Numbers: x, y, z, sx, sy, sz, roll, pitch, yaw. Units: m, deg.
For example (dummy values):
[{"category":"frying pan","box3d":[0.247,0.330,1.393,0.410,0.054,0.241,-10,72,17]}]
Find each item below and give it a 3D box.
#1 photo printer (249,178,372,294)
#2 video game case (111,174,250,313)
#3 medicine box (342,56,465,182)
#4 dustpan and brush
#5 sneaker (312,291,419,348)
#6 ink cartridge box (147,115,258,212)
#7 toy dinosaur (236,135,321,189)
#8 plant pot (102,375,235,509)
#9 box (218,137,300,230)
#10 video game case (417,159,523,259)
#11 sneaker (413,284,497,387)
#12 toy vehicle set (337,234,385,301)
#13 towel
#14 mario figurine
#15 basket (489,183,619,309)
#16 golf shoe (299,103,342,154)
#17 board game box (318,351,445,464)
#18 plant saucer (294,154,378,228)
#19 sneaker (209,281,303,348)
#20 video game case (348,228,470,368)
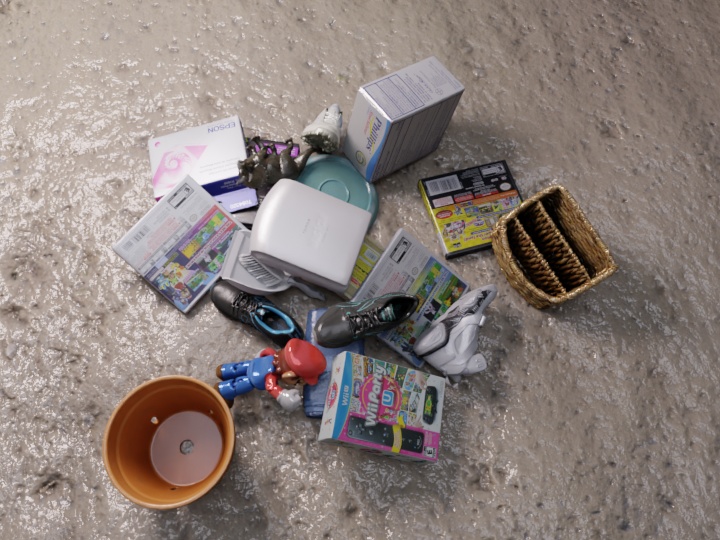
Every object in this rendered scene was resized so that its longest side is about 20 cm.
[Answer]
[{"category":"photo printer","box3d":[-0.095,-0.067,1.085,0.199,0.069,0.167,23,71,-7]},{"category":"video game case","box3d":[-0.332,-0.051,1.132,0.182,0.023,0.200,43,76,-7]},{"category":"medicine box","box3d":[0.082,-0.301,1.189,0.200,0.182,0.103,-30,71,-26]},{"category":"dustpan and brush","box3d":[-0.155,0.009,1.118,0.200,0.057,0.140,39,35,-27]},{"category":"sneaker","box3d":[0.012,0.079,1.034,0.199,0.079,0.076,-20,89,-21]},{"category":"ink cartridge box","box3d":[-0.318,-0.200,1.191,0.196,0.043,0.201,-16,66,-1]},{"category":"toy dinosaur","box3d":[-0.169,-0.206,1.162,0.199,0.077,0.103,-6,78,-39]},{"category":"plant pot","box3d":[-0.297,0.285,0.974,0.199,0.140,0.201,1,68,-2]},{"category":"box","box3d":[-0.208,-0.177,1.218,0.142,0.036,0.201,6,70,0]},{"category":"video game case","box3d":[0.240,-0.129,1.233,0.199,0.026,0.181,-14,70,-10]},{"category":"sneaker","box3d":[0.200,0.120,1.099,0.200,0.075,0.115,-39,93,-17]},{"category":"toy vehicle set","box3d":[0.000,0.000,1.143,0.200,0.027,0.124,38,70,-2]},{"category":"towel","box3d":[-0.048,0.168,1.085,0.111,0.049,0.201,1,69,-3]},{"category":"mario figurine","box3d":[-0.149,0.190,1.037,0.199,0.106,0.124,-17,76,14]},{"category":"basket","box3d":[0.349,-0.037,1.122,0.142,0.149,0.200,-29,84,-14]},{"category":"golf shoe","box3d":[-0.070,-0.289,1.180,0.078,0.200,0.098,19,97,-10]},{"category":"board game box","box3d":[0.040,0.238,1.020,0.199,0.064,0.148,18,66,-19]},{"category":"plant saucer","box3d":[-0.056,-0.152,1.204,0.199,0.027,0.201,5,70,-13]},{"category":"sneaker","box3d":[-0.192,0.070,1.097,0.200,0.082,0.073,27,72,9]},{"category":"video game case","box3d":[0.092,0.051,1.123,0.182,0.022,0.200,39,69,-10]}]
